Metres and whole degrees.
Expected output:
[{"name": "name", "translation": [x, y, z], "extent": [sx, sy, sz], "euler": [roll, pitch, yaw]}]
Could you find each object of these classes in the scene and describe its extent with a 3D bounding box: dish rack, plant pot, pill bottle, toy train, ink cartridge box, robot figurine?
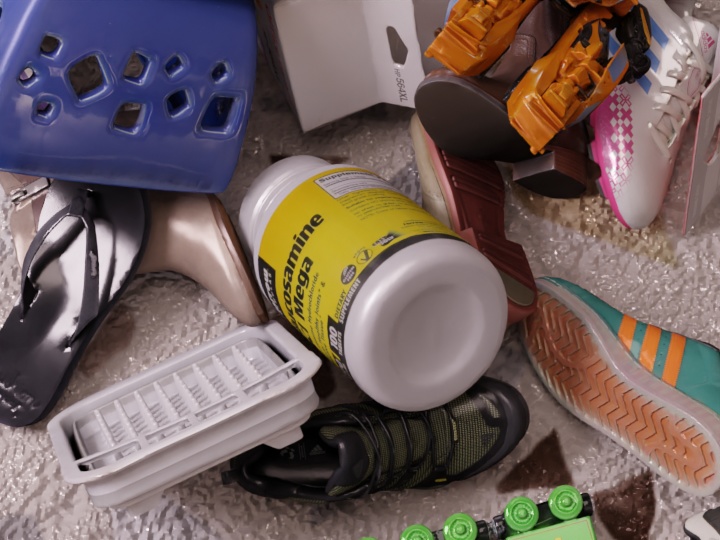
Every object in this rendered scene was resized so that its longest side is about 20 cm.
[{"name": "dish rack", "translation": [-0.109, 0.095, 1.399], "extent": [0.171, 0.200, 0.044], "euler": [-26, 104, -8]}, {"name": "plant pot", "translation": [-0.168, -0.183, 1.425], "extent": [0.199, 0.181, 0.200], "euler": [6, 34, -34]}, {"name": "pill bottle", "translation": [0.000, 0.000, 1.422], "extent": [0.112, 0.113, 0.200], "euler": [-35, 36, -11]}, {"name": "toy train", "translation": [0.058, 0.187, 1.412], "extent": [0.198, 0.042, 0.057], "euler": [-15, 76, -3]}, {"name": "ink cartridge box", "translation": [0.254, -0.139, 1.453], "extent": [0.045, 0.200, 0.176], "euler": [36, 73, 18]}, {"name": "robot figurine", "translation": [0.126, -0.164, 1.433], "extent": [0.145, 0.058, 0.200], "euler": [42, 43, -3]}, {"name": "ink cartridge box", "translation": [-0.019, -0.206, 1.516], "extent": [0.124, 0.129, 0.201], "euler": [-22, 51, -6]}]

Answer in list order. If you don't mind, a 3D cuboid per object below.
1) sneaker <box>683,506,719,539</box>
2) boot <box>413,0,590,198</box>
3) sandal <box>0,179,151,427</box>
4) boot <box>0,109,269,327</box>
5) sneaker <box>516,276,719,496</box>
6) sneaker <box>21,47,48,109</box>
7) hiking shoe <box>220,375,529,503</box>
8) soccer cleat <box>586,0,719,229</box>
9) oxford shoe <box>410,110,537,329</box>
[{"name": "sneaker", "translation": [0.237, 0.241, 1.367], "extent": [0.087, 0.076, 0.202], "euler": [-5, 62, 19]}, {"name": "boot", "translation": [0.099, -0.171, 1.502], "extent": [0.064, 0.186, 0.202], "euler": [-10, 65, 32]}, {"name": "sandal", "translation": [-0.196, 0.012, 1.458], "extent": [0.076, 0.043, 0.202], "euler": [23, 96, 14]}, {"name": "boot", "translation": [-0.162, -0.021, 1.505], "extent": [0.145, 0.070, 0.201], "euler": [-24, 61, -3]}, {"name": "sneaker", "translation": [0.187, 0.069, 1.445], "extent": [0.080, 0.072, 0.200], "euler": [-19, 49, -39]}, {"name": "sneaker", "translation": [-0.286, -0.166, 1.574], "extent": [0.087, 0.076, 0.201], "euler": [-36, 62, 2]}, {"name": "hiking shoe", "translation": [0.011, 0.117, 1.403], "extent": [0.198, 0.101, 0.076], "euler": [-12, 100, 5]}, {"name": "soccer cleat", "translation": [0.205, -0.127, 1.512], "extent": [0.086, 0.070, 0.202], "euler": [-12, 61, 30]}, {"name": "oxford shoe", "translation": [0.057, -0.033, 1.493], "extent": [0.075, 0.070, 0.201], "euler": [-42, 42, 30]}]
